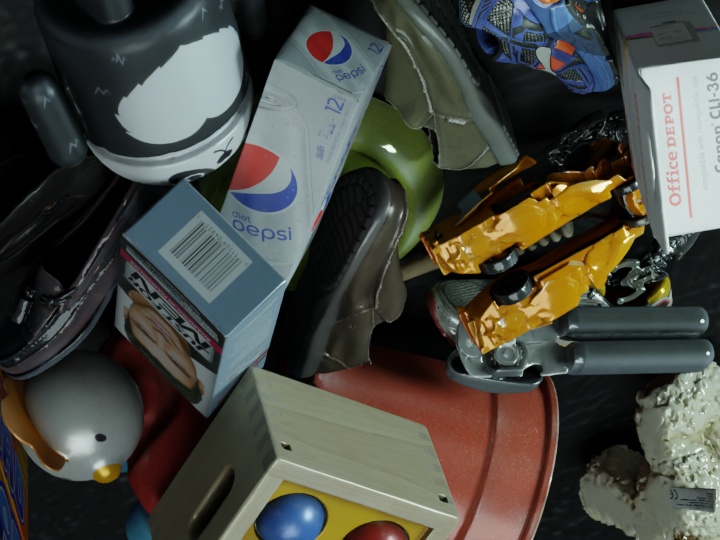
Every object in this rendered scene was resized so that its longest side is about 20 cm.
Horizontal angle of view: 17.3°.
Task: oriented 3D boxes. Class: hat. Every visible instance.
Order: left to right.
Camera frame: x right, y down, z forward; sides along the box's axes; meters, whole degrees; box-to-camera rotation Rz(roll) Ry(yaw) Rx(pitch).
[{"bbox_3d":[-0.263,-0.042,1.644,0.081,0.200,0.201,47,127,4],"label":"hat"}]

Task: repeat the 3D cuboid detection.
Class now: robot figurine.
[{"bbox_3d":[-0.137,-0.145,1.522,0.149,0.126,0.201,-6,139,8],"label":"robot figurine"},{"bbox_3d":[0.148,-0.034,1.691,0.199,0.058,0.146,-30,118,-6],"label":"robot figurine"}]

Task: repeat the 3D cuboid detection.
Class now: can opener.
[{"bbox_3d":[0.161,0.059,1.761,0.198,0.054,0.067,0,156,-15],"label":"can opener"}]

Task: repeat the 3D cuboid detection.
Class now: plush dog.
[{"bbox_3d":[0.302,0.170,1.944,0.171,0.161,0.201,-15,149,-32],"label":"plush dog"}]

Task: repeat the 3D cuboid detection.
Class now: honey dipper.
[{"bbox_3d":[0.063,-0.011,1.772,0.199,0.038,0.038,-20,137,19],"label":"honey dipper"}]

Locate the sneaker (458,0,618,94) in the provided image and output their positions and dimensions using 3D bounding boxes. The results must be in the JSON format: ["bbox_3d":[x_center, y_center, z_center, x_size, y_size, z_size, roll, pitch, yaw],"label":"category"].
[{"bbox_3d":[0.116,-0.165,1.549,0.078,0.076,0.200,-15,159,16],"label":"sneaker"}]

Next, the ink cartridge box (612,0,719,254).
[{"bbox_3d":[0.212,-0.097,1.543,0.067,0.200,0.117,-8,110,4],"label":"ink cartridge box"}]

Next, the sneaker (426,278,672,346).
[{"bbox_3d":[0.144,0.020,1.797,0.198,0.078,0.083,0,132,-19],"label":"sneaker"}]

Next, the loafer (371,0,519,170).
[{"bbox_3d":[0.047,-0.128,1.603,0.069,0.076,0.200,-22,137,11],"label":"loafer"}]

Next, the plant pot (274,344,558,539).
[{"bbox_3d":[0.025,0.145,1.838,0.194,0.202,0.201,18,134,-15],"label":"plant pot"}]

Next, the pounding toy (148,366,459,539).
[{"bbox_3d":[-0.038,0.210,1.681,0.183,0.143,0.201,20,119,-28],"label":"pounding toy"}]

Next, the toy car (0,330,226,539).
[{"bbox_3d":[-0.179,0.121,1.741,0.199,0.178,0.184,-5,147,-44],"label":"toy car"}]

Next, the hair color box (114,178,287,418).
[{"bbox_3d":[-0.112,0.023,1.613,0.061,0.099,0.200,-43,171,-18],"label":"hair color box"}]

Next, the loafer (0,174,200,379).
[{"bbox_3d":[-0.201,-0.008,1.675,0.200,0.072,0.063,-44,136,12],"label":"loafer"}]

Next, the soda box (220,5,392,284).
[{"bbox_3d":[-0.044,-0.078,1.590,0.063,0.068,0.201,26,136,2],"label":"soda box"}]

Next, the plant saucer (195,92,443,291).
[{"bbox_3d":[-0.038,-0.049,1.709,0.198,0.031,0.201,-1,137,-1],"label":"plant saucer"}]

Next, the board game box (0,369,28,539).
[{"bbox_3d":[-0.368,0.174,1.800,0.198,0.201,0.201,-6,139,0],"label":"board game box"}]

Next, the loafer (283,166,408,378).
[{"bbox_3d":[0.000,0.000,1.699,0.070,0.073,0.201,1,142,-20],"label":"loafer"}]
